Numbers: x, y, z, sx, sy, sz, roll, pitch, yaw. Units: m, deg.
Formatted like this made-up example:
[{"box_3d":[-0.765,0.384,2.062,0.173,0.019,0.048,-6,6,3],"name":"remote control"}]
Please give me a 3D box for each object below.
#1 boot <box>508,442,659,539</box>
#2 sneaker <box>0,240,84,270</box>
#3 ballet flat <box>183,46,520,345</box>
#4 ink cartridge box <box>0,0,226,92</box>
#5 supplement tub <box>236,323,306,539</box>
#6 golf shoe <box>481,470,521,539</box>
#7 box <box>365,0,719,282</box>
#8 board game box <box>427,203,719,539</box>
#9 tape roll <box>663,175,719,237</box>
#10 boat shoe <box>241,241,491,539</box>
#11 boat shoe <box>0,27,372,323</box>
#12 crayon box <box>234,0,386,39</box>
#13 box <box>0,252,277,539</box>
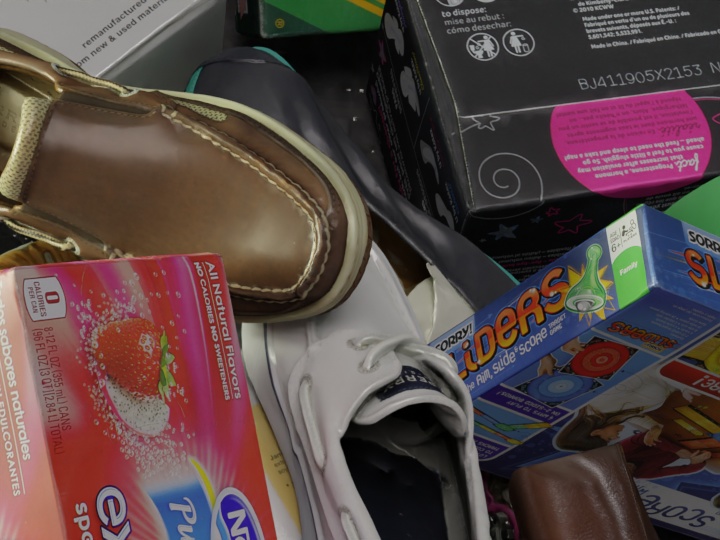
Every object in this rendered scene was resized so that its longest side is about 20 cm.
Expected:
[{"box_3d":[0.073,0.129,0.667,0.064,0.186,0.201,-22,51,17],"name":"boot"},{"box_3d":[-0.098,0.009,0.844,0.199,0.087,0.076,-14,85,-38],"name":"sneaker"},{"box_3d":[0.000,0.000,0.793,0.200,0.073,0.073,46,65,-5],"name":"ballet flat"},{"box_3d":[-0.155,-0.122,0.860,0.087,0.146,0.200,-39,75,-21],"name":"ink cartridge box"},{"box_3d":[-0.036,0.119,0.754,0.145,0.146,0.201,-25,69,-19],"name":"supplement tub"},{"box_3d":[0.087,0.148,0.807,0.092,0.073,0.201,-5,61,-39],"name":"golf shoe"},{"box_3d":[0.115,-0.066,0.886,0.198,0.115,0.133,-8,63,-13],"name":"box"},{"box_3d":[0.130,0.049,0.769,0.199,0.135,0.035,21,50,-35],"name":"board game box"},{"box_3d":[0.206,0.014,0.808,0.199,0.201,0.048,1,61,-7],"name":"tape roll"},{"box_3d":[0.011,0.055,0.685,0.073,0.065,0.201,6,52,-29],"name":"boat shoe"},{"box_3d":[-0.093,-0.032,0.699,0.201,0.075,0.075,20,100,30],"name":"boat shoe"},{"box_3d":[0.041,-0.175,0.925,0.198,0.051,0.128,-7,100,-17],"name":"crayon box"},{"box_3d":[-0.088,0.101,0.637,0.099,0.095,0.202,-5,83,-55],"name":"box"}]
